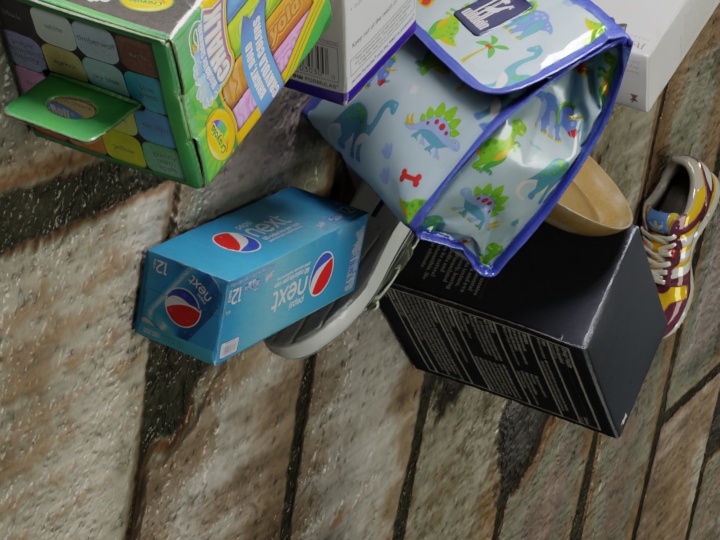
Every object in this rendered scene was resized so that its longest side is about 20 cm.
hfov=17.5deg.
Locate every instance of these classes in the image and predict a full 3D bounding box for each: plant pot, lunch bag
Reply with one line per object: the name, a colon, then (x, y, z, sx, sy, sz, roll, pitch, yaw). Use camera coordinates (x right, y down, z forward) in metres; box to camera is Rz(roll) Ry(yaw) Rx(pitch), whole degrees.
plant pot: (0.125, -0.089, 1.816, 0.028, 0.200, 0.200, -52, 163, 20)
lunch bag: (0.082, -0.128, 1.649, 0.200, 0.170, 0.127, -50, 137, 10)

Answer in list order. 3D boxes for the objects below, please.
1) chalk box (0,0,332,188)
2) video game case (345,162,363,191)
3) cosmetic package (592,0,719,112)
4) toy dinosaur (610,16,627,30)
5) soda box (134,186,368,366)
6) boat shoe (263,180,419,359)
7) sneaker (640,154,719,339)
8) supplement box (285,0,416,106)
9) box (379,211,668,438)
chalk box: (-0.121, -0.137, 1.338, 0.200, 0.125, 0.124, -54, 152, -31)
video game case: (0.039, -0.161, 1.816, 0.200, 0.017, 0.143, -61, 155, -22)
cosmetic package: (0.259, -0.243, 2.143, 0.200, 0.102, 0.074, -55, 152, -36)
toy dinosaur: (0.124, -0.188, 1.845, 0.136, 0.102, 0.200, 35, 66, -42)
soda box: (-0.072, 0.000, 1.626, 0.200, 0.068, 0.064, -27, 133, -59)
boat shoe: (0.000, 0.000, 1.767, 0.200, 0.072, 0.071, -50, 148, -24)
sneaker: (0.322, -0.027, 2.508, 0.090, 0.075, 0.200, 27, 77, -59)
supplement box: (-0.030, -0.224, 1.501, 0.103, 0.101, 0.200, -50, 150, -40)
box: (0.135, 0.025, 1.948, 0.123, 0.198, 0.200, -63, 157, -17)
